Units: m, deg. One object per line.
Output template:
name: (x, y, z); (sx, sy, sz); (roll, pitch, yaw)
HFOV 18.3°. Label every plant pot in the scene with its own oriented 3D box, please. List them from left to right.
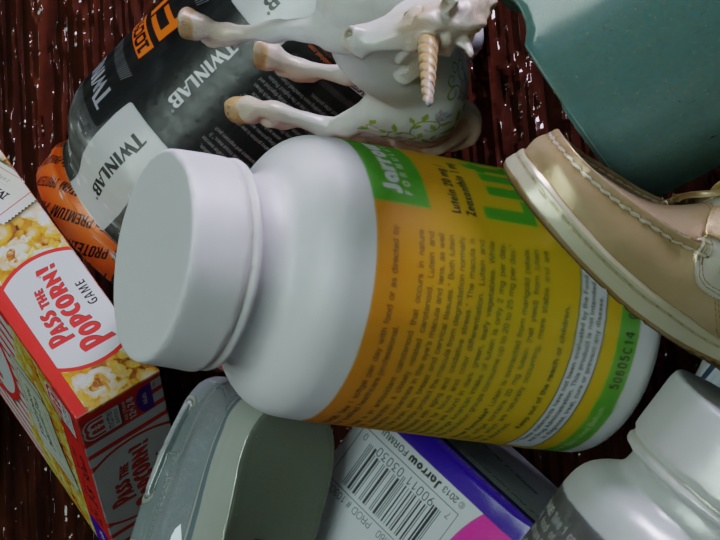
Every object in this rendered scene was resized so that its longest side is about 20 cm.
plant pot: (0.153, -0.138, 0.872); (0.196, 0.200, 0.201); (-33, 65, 11)

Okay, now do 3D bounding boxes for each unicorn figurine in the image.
unicorn figurine: (0.000, -0.089, 0.877); (0.137, 0.200, 0.074); (9, 86, 21)

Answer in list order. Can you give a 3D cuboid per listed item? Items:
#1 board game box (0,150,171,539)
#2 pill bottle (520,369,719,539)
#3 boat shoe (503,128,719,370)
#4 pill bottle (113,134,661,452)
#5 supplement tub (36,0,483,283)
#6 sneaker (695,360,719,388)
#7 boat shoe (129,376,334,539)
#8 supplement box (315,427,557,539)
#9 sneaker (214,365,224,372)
board game box: (-0.155, 0.025, 1.062); (0.046, 0.152, 0.200); (-30, 60, -16)
pill bottle: (0.101, 0.144, 0.853); (0.114, 0.114, 0.200); (41, 101, 30)
boat shoe: (0.144, -0.001, 0.836); (0.069, 0.200, 0.074); (-51, 19, 14)
pill bottle: (0.010, 0.007, 0.883); (0.111, 0.199, 0.111); (-30, 56, 58)
supplement tub: (-0.050, -0.082, 1.038); (0.200, 0.122, 0.123); (-44, 62, 15)
sneaker: (0.173, 0.034, 0.924); (0.200, 0.073, 0.071); (-61, 19, 18)
boat shoe: (-0.070, 0.140, 0.927); (0.071, 0.070, 0.201); (17, 89, 50)
supplement box: (0.006, 0.164, 0.967); (0.101, 0.103, 0.200); (42, 100, 29)
sneaker: (0.000, 0.000, 0.967); (0.199, 0.087, 0.074); (-2, 56, -10)
